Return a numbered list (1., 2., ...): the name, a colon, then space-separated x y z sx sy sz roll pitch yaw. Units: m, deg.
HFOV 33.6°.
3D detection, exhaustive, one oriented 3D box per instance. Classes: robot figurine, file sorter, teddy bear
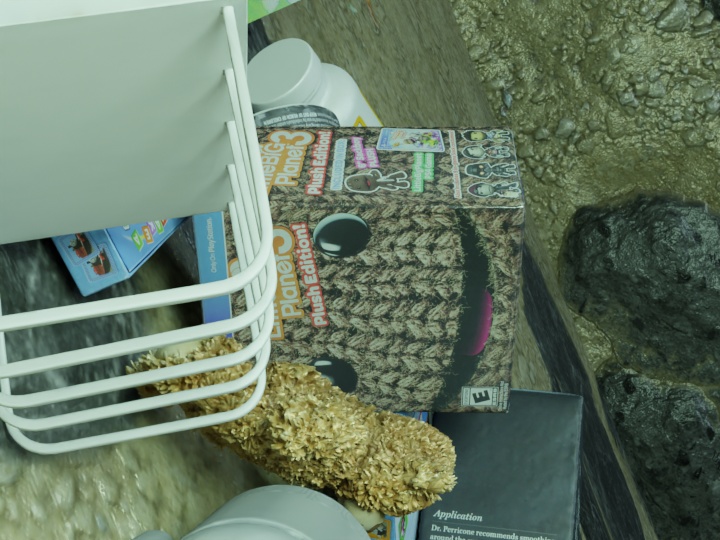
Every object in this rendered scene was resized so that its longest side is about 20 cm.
1. robot figurine: -0.049 0.173 0.590 0.200 0.167 0.114 -5 111 -84
2. file sorter: -0.107 -0.011 0.499 0.200 0.137 0.126 105 -26 -69
3. teddy bear: -0.043 0.094 0.679 0.199 0.144 0.067 33 63 -28

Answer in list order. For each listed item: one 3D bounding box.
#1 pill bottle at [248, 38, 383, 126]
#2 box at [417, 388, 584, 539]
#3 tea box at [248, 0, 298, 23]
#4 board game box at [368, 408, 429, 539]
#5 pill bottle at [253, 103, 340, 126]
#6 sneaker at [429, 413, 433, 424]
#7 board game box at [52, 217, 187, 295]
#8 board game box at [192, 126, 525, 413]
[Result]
1. pill bottle: -0.030 -0.116 1.086 0.200 0.103 0.105 52 22 -45
2. box: 0.112 0.219 0.930 0.197 0.116 0.202 71 26 -61
3. tea box: -0.069 -0.337 1.069 0.134 0.195 0.201 60 17 -30
4. board game box: 0.024 0.163 0.861 0.152 0.036 0.202 -70 159 -57
5. pill bottle: -0.041 -0.016 0.915 0.106 0.105 0.202 24 48 -68
6. sneaker: 0.050 0.167 1.047 0.200 0.079 0.087 35 46 -54
7. board game box: -0.169 -0.103 0.697 0.202 0.036 0.151 64 16 -13
8. board game box: 0.000 0.000 0.771 0.097 0.197 0.161 -88 177 -56
